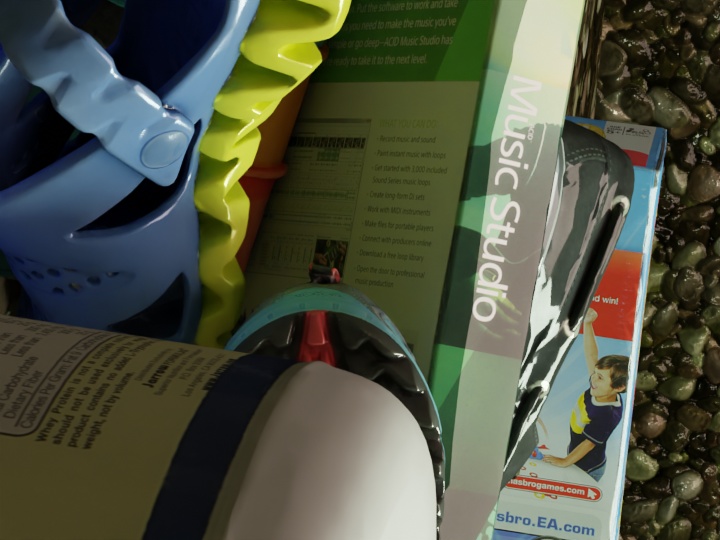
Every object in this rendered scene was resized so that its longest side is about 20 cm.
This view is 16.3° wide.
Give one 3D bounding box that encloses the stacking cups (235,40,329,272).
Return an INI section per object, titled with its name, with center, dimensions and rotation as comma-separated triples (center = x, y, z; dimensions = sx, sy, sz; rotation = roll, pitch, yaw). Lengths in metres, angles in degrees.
[stacking cups]
center = -0.028, -0.094, 0.758
dimensions = 0.061, 0.060, 0.201
rotation = -48, 159, -73

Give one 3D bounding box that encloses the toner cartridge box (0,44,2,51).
[toner cartridge box]
center = -0.118, -0.084, 0.626
dimensions = 0.095, 0.043, 0.201
rotation = -26, 123, -78

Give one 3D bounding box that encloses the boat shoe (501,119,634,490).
[boat shoe]
center = 0.031, 0.044, 0.788
dimensions = 0.069, 0.056, 0.201
rotation = 42, -64, 53

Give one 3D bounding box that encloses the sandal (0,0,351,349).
[sandal]
center = -0.070, -0.028, 0.641
dimensions = 0.080, 0.087, 0.201
rotation = 51, -39, 35

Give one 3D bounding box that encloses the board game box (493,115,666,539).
[board game box]
center = 0.018, 0.029, 1.041
dimensions = 0.056, 0.199, 0.197
rotation = -60, 157, -67

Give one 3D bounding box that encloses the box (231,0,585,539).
[box]
center = 0.000, 0.000, 0.765
dimensions = 0.144, 0.036, 0.201
rotation = 7, -93, 57

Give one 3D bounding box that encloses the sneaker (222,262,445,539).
[sneaker]
center = -0.012, 0.096, 0.676
dimensions = 0.096, 0.079, 0.201
rotation = -89, -172, -73

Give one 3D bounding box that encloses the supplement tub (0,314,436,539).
[supplement tub]
center = -0.096, 0.075, 0.420
dimensions = 0.145, 0.199, 0.146
rotation = 8, 90, -80

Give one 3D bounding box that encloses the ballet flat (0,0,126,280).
[ballet flat]
center = -0.071, -0.084, 0.714
dimensions = 0.200, 0.068, 0.075
rotation = -62, 179, 38
